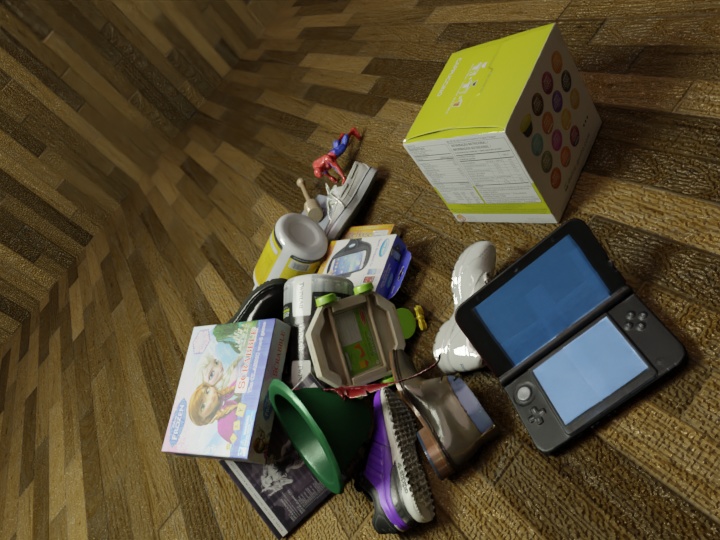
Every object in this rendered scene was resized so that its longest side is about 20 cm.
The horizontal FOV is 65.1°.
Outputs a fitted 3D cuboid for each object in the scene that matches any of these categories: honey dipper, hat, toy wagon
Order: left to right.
[{"bbox_3d":[-0.122,-0.171,1.300,0.038,0.038,0.202,-40,34,10],"label":"honey dipper"},{"bbox_3d":[-0.006,0.184,0.776,0.174,0.170,0.198,-32,36,-26],"label":"hat"},{"bbox_3d":[0.015,0.102,0.862,0.195,0.161,0.039,-15,-4,-29],"label":"toy wagon"}]

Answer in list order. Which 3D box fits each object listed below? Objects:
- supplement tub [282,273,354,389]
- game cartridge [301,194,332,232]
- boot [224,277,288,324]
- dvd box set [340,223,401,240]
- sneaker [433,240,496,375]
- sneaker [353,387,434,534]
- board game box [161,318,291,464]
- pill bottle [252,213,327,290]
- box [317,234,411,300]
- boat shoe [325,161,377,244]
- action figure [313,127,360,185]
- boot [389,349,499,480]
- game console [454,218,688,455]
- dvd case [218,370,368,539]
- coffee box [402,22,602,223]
[{"bbox_3d":[-0.067,0.118,0.908,0.120,0.121,0.208,-12,72,39],"label":"supplement tub"},{"bbox_3d":[-0.116,-0.076,1.263,0.203,0.040,0.132,-56,32,-10],"label":"game cartridge"},{"bbox_3d":[-0.168,0.133,0.953,0.211,0.079,0.159,-45,44,9],"label":"boot"},{"bbox_3d":[-0.014,0.005,1.077,0.143,0.029,0.205,-1,58,47],"label":"dvd box set"},{"bbox_3d":[0.169,0.052,0.796,0.086,0.073,0.206,-9,59,50],"label":"sneaker"},{"bbox_3d":[0.028,0.255,0.762,0.098,0.069,0.203,-36,36,20],"label":"sneaker"},{"bbox_3d":[-0.207,0.183,0.870,0.194,0.041,0.207,-10,61,35],"label":"board game box"},{"bbox_3d":[-0.149,-0.006,1.124,0.202,0.109,0.114,-55,24,39],"label":"pill bottle"},{"bbox_3d":[0.000,0.000,1.007,0.196,0.041,0.122,-5,54,47],"label":"box"},{"bbox_3d":[-0.041,-0.151,1.186,0.206,0.084,0.075,-61,-6,-21],"label":"boat shoe"},{"bbox_3d":[-0.048,-0.254,1.342,0.064,0.101,0.201,-19,22,38],"label":"action figure"},{"bbox_3d":[0.108,0.171,0.766,0.095,0.075,0.203,-30,46,6],"label":"boot"},{"bbox_3d":[0.236,0.076,0.660,0.198,0.118,0.174,-39,35,14],"label":"game console"},{"bbox_3d":[-0.096,0.274,0.835,0.199,0.149,0.016,-43,-5,6],"label":"dvd case"},{"bbox_3d":[0.222,-0.216,0.881,0.197,0.198,0.204,7,61,49],"label":"coffee box"}]
